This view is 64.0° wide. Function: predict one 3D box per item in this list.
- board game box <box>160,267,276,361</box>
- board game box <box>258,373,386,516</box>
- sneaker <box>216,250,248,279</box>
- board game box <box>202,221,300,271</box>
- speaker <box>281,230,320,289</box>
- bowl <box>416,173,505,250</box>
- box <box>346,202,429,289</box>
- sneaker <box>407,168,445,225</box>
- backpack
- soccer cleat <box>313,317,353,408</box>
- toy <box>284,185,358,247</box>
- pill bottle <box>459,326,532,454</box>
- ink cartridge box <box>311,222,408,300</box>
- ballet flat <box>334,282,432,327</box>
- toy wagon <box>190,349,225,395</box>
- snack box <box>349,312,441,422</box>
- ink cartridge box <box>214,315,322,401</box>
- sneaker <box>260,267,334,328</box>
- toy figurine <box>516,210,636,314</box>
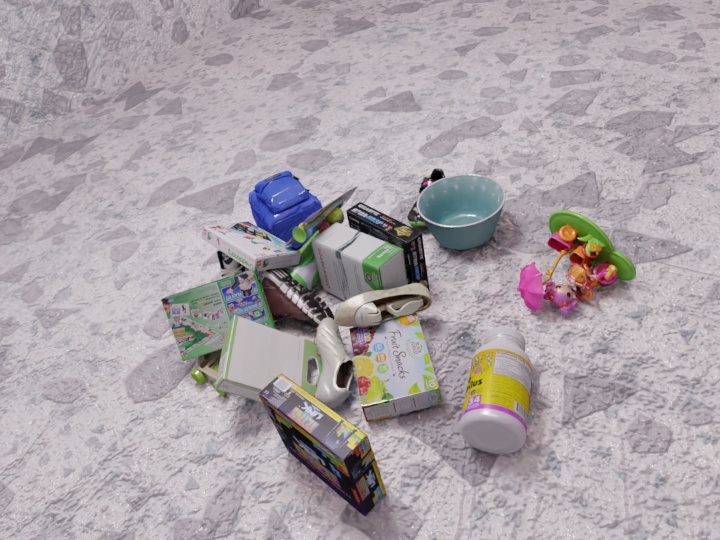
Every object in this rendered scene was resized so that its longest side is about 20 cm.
[{"bbox_3d":[-0.287,0.090,1.174,0.198,0.136,0.029,-17,9,-2],"label":"board game box"},{"bbox_3d":[-0.061,0.275,0.918,0.199,0.166,0.057,25,53,39],"label":"board game box"},{"bbox_3d":[-0.302,0.006,1.335,0.079,0.130,0.200,0,42,21],"label":"sneaker"},{"bbox_3d":[-0.244,-0.057,1.282,0.199,0.035,0.126,29,27,37],"label":"board game box"},{"bbox_3d":[-0.107,-0.028,1.345,0.088,0.089,0.200,14,48,31],"label":"speaker"},{"bbox_3d":[0.235,-0.123,1.325,0.199,0.106,0.202,-10,40,8],"label":"bowl"},{"bbox_3d":[0.058,-0.043,1.249,0.046,0.160,0.199,-34,42,-25],"label":"box"},{"bbox_3d":[0.164,-0.183,1.434,0.076,0.084,0.201,5,44,24],"label":"sneaker"},{"bbox_3d":[-0.193,-0.167,1.474,0.161,0.169,0.200,-23,36,-18],"label":"backpack"},{"bbox_3d":[-0.046,0.169,1.105,0.077,0.069,0.201,-30,40,26],"label":"soccer cleat"},{"bbox_3d":[-0.075,-0.110,1.290,0.047,0.115,0.200,50,42,5],"label":"toy"},{"bbox_3d":[0.231,0.193,0.964,0.103,0.105,0.201,2,42,20],"label":"pill bottle"},{"bbox_3d":[0.000,0.000,1.229,0.199,0.148,0.083,25,50,37],"label":"ink cartridge box"},{"bbox_3d":[0.045,0.071,1.120,0.198,0.068,0.062,-18,28,-8],"label":"ballet flat"},{"bbox_3d":[-0.245,0.187,1.181,0.199,0.040,0.155,17,51,33],"label":"toy wagon"},{"bbox_3d":[0.061,0.175,1.080,0.141,0.053,0.201,-13,38,1],"label":"snack box"},{"bbox_3d":[-0.165,0.181,1.100,0.199,0.048,0.146,23,41,-22],"label":"ink cartridge box"},{"bbox_3d":[-0.149,0.091,1.243,0.200,0.116,0.076,41,22,14],"label":"sneaker"},{"bbox_3d":[0.399,0.014,1.127,0.200,0.150,0.184,41,77,18],"label":"toy figurine"}]
